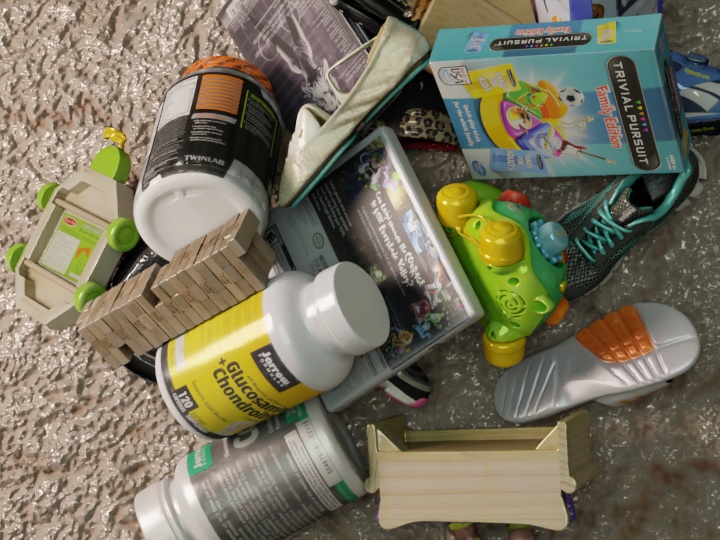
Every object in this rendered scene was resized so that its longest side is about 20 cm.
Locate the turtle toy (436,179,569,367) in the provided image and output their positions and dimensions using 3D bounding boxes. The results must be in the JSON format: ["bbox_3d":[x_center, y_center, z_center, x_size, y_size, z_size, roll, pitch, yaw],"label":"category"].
[{"bbox_3d":[0.125,-0.017,1.458,0.101,0.146,0.200,-19,37,-19],"label":"turtle toy"}]

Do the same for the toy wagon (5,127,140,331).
[{"bbox_3d":[-0.268,-0.042,1.558,0.155,0.040,0.200,24,86,48],"label":"toy wagon"}]

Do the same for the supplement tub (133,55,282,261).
[{"bbox_3d":[-0.138,-0.106,1.495,0.122,0.123,0.200,-4,40,10],"label":"supplement tub"}]

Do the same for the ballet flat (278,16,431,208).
[{"bbox_3d":[-0.019,-0.145,1.439,0.062,0.067,0.200,42,99,-5],"label":"ballet flat"}]

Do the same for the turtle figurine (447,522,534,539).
[{"bbox_3d":[0.156,0.287,1.465,0.200,0.064,0.161,-27,71,14],"label":"turtle figurine"}]

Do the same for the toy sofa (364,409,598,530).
[{"bbox_3d":[0.109,0.180,1.456,0.200,0.083,0.098,-4,91,22],"label":"toy sofa"}]

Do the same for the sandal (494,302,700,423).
[{"bbox_3d":[0.222,0.091,1.486,0.207,0.059,0.079,-22,62,27],"label":"sandal"}]

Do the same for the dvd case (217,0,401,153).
[{"bbox_3d":[-0.052,-0.211,1.541,0.200,0.016,0.149,58,138,12],"label":"dvd case"}]

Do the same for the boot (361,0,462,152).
[{"bbox_3d":[0.022,-0.198,1.546,0.200,0.073,0.151,8,84,2],"label":"boot"}]

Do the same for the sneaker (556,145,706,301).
[{"bbox_3d":[0.235,-0.050,1.478,0.200,0.091,0.078,-45,81,3],"label":"sneaker"}]

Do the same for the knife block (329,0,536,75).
[{"bbox_3d":[0.073,-0.211,1.475,0.175,0.064,0.200,-17,95,-17],"label":"knife block"}]

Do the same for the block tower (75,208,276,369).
[{"bbox_3d":[-0.165,0.021,1.435,0.200,0.054,0.058,-30,114,27],"label":"block tower"}]

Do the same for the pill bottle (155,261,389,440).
[{"bbox_3d":[-0.077,0.068,1.428,0.200,0.112,0.112,-27,78,28],"label":"pill bottle"}]

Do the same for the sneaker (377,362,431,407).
[{"bbox_3d":[0.017,0.035,1.515,0.087,0.074,0.200,-37,73,10],"label":"sneaker"}]

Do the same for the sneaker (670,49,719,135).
[{"bbox_3d":[0.316,-0.169,1.490,0.200,0.074,0.082,-2,81,9],"label":"sneaker"}]

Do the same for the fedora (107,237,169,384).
[{"bbox_3d":[-0.172,0.017,1.541,0.200,0.092,0.201,-1,82,10],"label":"fedora"}]

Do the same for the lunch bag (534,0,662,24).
[{"bbox_3d":[0.207,-0.288,1.436,0.124,0.170,0.200,-1,46,12],"label":"lunch bag"}]

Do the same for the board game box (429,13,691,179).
[{"bbox_3d":[0.178,-0.149,1.414,0.200,0.151,0.047,0,50,24],"label":"board game box"}]

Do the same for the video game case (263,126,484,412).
[{"bbox_3d":[0.000,0.000,1.462,0.182,0.023,0.200,-36,69,28],"label":"video game case"}]

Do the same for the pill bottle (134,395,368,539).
[{"bbox_3d":[-0.102,0.203,1.496,0.200,0.113,0.113,-29,79,5],"label":"pill bottle"}]
